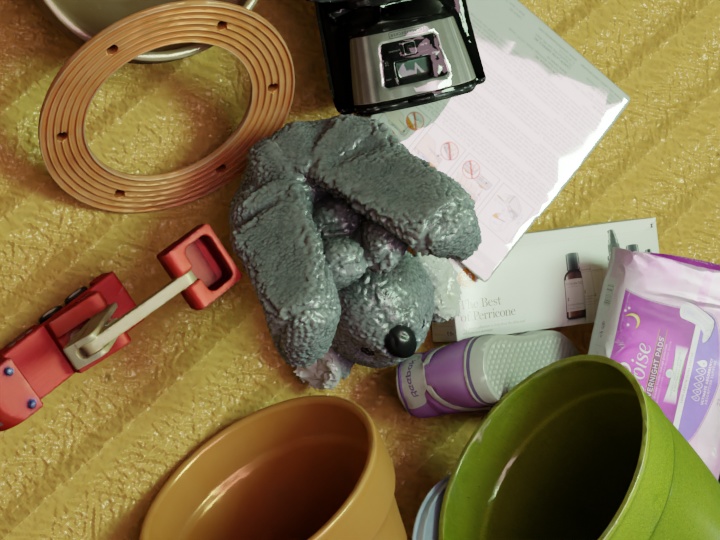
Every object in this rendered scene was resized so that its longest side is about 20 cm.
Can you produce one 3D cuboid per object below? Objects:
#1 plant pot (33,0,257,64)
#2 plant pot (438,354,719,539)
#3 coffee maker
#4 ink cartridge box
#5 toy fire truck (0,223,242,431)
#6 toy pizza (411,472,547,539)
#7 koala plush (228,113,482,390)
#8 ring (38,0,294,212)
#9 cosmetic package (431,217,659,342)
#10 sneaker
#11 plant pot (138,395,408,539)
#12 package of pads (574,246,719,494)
[{"bbox_3d":[-0.171,-0.252,1.507,0.199,0.093,0.203,1,88,-23],"label":"plant pot"},{"bbox_3d":[0.194,0.198,1.489,0.193,0.200,0.201,37,74,-29],"label":"plant pot"},{"bbox_3d":[0.025,-0.228,1.538,0.134,0.192,0.202,-7,102,20],"label":"coffee maker"},{"bbox_3d":[0.099,-0.114,1.631,0.160,0.047,0.200,40,78,-4],"label":"ink cartridge box"},{"bbox_3d":[-0.192,0.045,1.459,0.200,0.141,0.049,-38,102,-20],"label":"toy fire truck"},{"bbox_3d":[0.117,0.245,1.538,0.199,0.032,0.201,21,49,-26],"label":"toy pizza"},{"bbox_3d":[0.000,0.000,1.519,0.177,0.184,0.200,-34,140,-5],"label":"koala plush"},{"bbox_3d":[-0.144,-0.122,1.487,0.199,0.201,0.019,-8,48,-24],"label":"ring"},{"bbox_3d":[0.154,0.006,1.660,0.199,0.051,0.083,-8,90,-24],"label":"cosmetic package"},{"bbox_3d":[0.102,0.088,1.627,0.200,0.114,0.073,18,64,-53],"label":"sneaker"},{"bbox_3d":[-0.046,0.211,1.501,0.200,0.200,0.140,-42,121,-19],"label":"plant pot"},{"bbox_3d":[0.238,0.088,1.602,0.120,0.076,0.202,12,92,-6],"label":"package of pads"}]
